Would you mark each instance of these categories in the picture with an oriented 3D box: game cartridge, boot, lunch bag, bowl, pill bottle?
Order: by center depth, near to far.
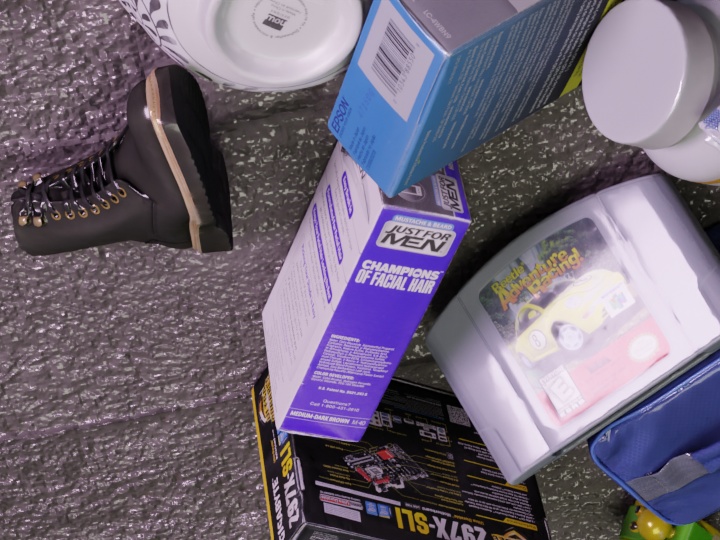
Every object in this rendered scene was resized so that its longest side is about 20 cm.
[{"bbox_3d":[-0.047,-0.166,1.226,0.200,0.094,0.201,-5,135,-5],"label":"bowl"},{"bbox_3d":[0.230,-0.103,1.288,0.199,0.113,0.113,6,134,-37],"label":"pill bottle"},{"bbox_3d":[-0.154,-0.052,1.297,0.138,0.078,0.200,-6,156,2],"label":"boot"},{"bbox_3d":[0.142,0.032,1.425,0.200,0.133,0.041,-37,161,20],"label":"game cartridge"},{"bbox_3d":[0.248,0.073,1.476,0.200,0.133,0.136,-35,129,23],"label":"lunch bag"}]

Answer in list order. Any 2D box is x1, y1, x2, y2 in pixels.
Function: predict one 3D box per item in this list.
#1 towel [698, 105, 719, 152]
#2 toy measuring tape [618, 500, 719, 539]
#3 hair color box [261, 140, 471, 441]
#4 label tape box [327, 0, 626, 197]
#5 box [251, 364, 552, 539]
[{"bbox_3d":[0.303,-0.097,1.190,0.147,0.024,0.200,45,91,6],"label":"towel"},{"bbox_3d":[0.246,0.213,1.669,0.073,0.074,0.200,-28,149,16],"label":"toy measuring tape"},{"bbox_3d":[0.000,0.000,1.381,0.065,0.110,0.200,9,132,-18],"label":"hair color box"},{"bbox_3d":[0.086,-0.143,1.252,0.200,0.066,0.143,-33,162,-28],"label":"label tape box"},{"bbox_3d":[0.030,0.145,1.488,0.199,0.160,0.049,16,130,-24],"label":"box"}]
